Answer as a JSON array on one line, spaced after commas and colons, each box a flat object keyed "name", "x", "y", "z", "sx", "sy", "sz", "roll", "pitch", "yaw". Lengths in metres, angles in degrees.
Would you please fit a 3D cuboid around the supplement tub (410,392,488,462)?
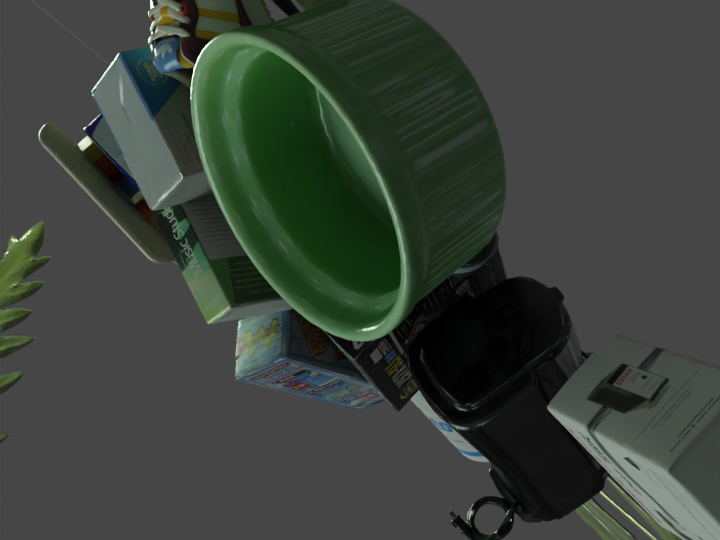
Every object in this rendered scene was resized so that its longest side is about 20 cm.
[{"name": "supplement tub", "x": 0.123, "y": 0.129, "z": 1.400, "sx": 0.200, "sy": 0.132, "sz": 0.132, "roll": 47, "pitch": 174, "yaw": -31}]

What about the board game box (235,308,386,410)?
[{"name": "board game box", "x": -0.057, "y": 0.040, "z": 1.107, "sx": 0.200, "sy": 0.062, "sz": 0.201, "roll": 2, "pitch": -114, "yaw": -63}]

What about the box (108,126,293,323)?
[{"name": "box", "x": -0.120, "y": -0.053, "z": 1.011, "sx": 0.144, "sy": 0.036, "sz": 0.200, "roll": -7, "pitch": -116, "yaw": -55}]

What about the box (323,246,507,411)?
[{"name": "box", "x": 0.055, "y": 0.033, "z": 1.012, "sx": 0.049, "sy": 0.160, "sz": 0.200, "roll": 44, "pitch": 176, "yaw": 22}]

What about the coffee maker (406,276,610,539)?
[{"name": "coffee maker", "x": 0.130, "y": 0.129, "z": 0.990, "sx": 0.135, "sy": 0.192, "sz": 0.200, "roll": 22, "pitch": 162, "yaw": 43}]

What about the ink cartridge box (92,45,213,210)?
[{"name": "ink cartridge box", "x": -0.106, "y": -0.137, "z": 0.972, "sx": 0.068, "sy": 0.200, "sz": 0.116, "roll": -36, "pitch": 79, "yaw": 50}]

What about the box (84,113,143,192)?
[{"name": "box", "x": -0.152, "y": -0.134, "z": 1.208, "sx": 0.105, "sy": 0.184, "sz": 0.200, "roll": 45, "pitch": 176, "yaw": 27}]

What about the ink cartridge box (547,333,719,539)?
[{"name": "ink cartridge box", "x": 0.234, "y": 0.132, "z": 0.792, "sx": 0.147, "sy": 0.083, "sz": 0.200, "roll": 45, "pitch": 175, "yaw": -11}]

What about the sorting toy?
[{"name": "sorting toy", "x": -0.245, "y": -0.077, "z": 1.223, "sx": 0.185, "sy": 0.036, "sz": 0.200, "roll": 47, "pitch": 180, "yaw": 2}]

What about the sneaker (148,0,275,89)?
[{"name": "sneaker", "x": -0.129, "y": -0.198, "z": 0.867, "sx": 0.075, "sy": 0.090, "sz": 0.200, "roll": -3, "pitch": 128, "yaw": 50}]

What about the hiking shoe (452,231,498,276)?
[{"name": "hiking shoe", "x": 0.029, "y": -0.083, "z": 0.897, "sx": 0.200, "sy": 0.074, "sz": 0.087, "roll": 36, "pitch": 161, "yaw": 17}]

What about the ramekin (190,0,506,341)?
[{"name": "ramekin", "x": -0.006, "y": -0.067, "z": 0.700, "sx": 0.200, "sy": 0.098, "sz": 0.200, "roll": 38, "pitch": 145, "yaw": 32}]
